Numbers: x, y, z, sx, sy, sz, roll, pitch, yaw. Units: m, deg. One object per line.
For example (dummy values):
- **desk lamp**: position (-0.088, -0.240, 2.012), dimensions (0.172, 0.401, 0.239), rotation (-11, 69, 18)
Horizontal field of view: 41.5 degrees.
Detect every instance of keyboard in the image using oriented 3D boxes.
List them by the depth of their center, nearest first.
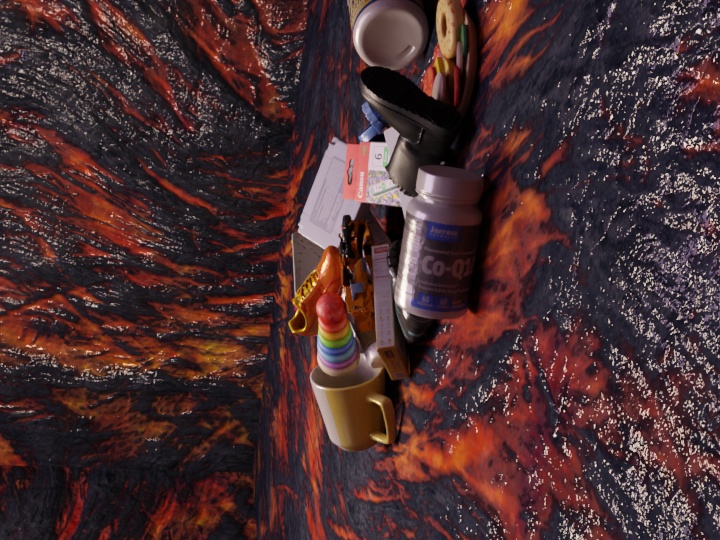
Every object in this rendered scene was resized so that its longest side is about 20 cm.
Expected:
- **keyboard**: position (0.084, -0.155, 1.634), dimensions (0.056, 0.011, 0.204), rotation (-22, 76, 41)

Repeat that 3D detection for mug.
- **mug**: position (-0.013, 0.269, 1.830), dimensions (0.187, 0.146, 0.156), rotation (-106, 7, -70)

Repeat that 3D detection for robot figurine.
- **robot figurine**: position (0.000, 0.000, 1.723), dimensions (0.145, 0.057, 0.204), rotation (63, -158, -64)

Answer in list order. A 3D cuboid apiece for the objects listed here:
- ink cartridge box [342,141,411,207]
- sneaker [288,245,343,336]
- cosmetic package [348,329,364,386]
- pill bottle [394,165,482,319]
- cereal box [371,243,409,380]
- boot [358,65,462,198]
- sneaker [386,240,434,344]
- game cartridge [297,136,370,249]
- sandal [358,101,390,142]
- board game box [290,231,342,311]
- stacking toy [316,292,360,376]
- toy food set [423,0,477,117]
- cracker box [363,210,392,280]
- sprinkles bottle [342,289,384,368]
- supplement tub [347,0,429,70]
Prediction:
- **ink cartridge box**: position (0.033, -0.175, 1.713), dimensions (0.197, 0.050, 0.112), rotation (9, 96, 39)
- **sneaker**: position (-0.082, 0.044, 1.766), dimensions (0.073, 0.076, 0.203), rotation (57, 136, 48)
- **cosmetic package**: position (0.002, 0.205, 1.956), dimensions (0.102, 0.072, 0.205), rotation (-134, 51, -75)
- **pill bottle**: position (0.116, -0.043, 1.375), dimensions (0.114, 0.111, 0.204), rotation (-119, 34, -69)
- **cereal box**: position (0.054, 0.075, 1.698), dimensions (0.144, 0.039, 0.204), rotation (64, -160, -59)
- **boot**: position (0.070, -0.210, 1.504), dimensions (0.073, 0.196, 0.164), rotation (-46, -18, -36)
- **sneaker**: position (0.078, 0.034, 1.631), dimensions (0.080, 0.074, 0.203), rotation (103, 166, -47)
- **game cartridge**: position (-0.039, -0.139, 1.825), dimensions (0.133, 0.040, 0.203), rotation (33, 106, 39)
- **sandal**: position (0.036, -0.260, 1.892), dimensions (0.080, 0.085, 0.204), rotation (-77, -4, -71)
- **board game box**: position (-0.045, 0.019, 1.930), dimensions (0.203, 0.196, 0.026), rotation (-96, 26, -42)
- **stacking toy**: position (-0.048, 0.108, 1.746), dimensions (0.202, 0.083, 0.087), rotation (83, -178, -52)
- **toy food set**: position (0.140, -0.320, 1.514), dimensions (0.202, 0.048, 0.201), rotation (109, 161, -51)
- **cracker box**: position (-0.008, -0.071, 1.896), dimensions (0.202, 0.057, 0.135), rotation (57, 159, 27)
- **sprinkles bottle**: position (0.008, 0.086, 1.815), dimensions (0.202, 0.067, 0.069), rotation (63, 154, 27)
- **supplement tub**: position (0.048, -0.490, 1.789), dimensions (0.202, 0.141, 0.146), rotation (-98, 17, -44)
